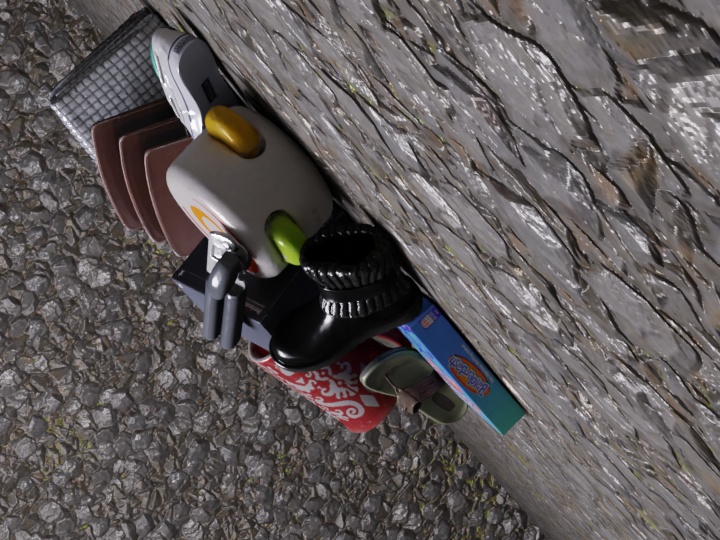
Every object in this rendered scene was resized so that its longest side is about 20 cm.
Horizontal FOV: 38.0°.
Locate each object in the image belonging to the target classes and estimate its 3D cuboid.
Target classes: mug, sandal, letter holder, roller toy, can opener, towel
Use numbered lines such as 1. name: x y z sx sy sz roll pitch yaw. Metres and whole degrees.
1. mug: -0.038 0.109 1.474 0.199 0.178 0.134 34 -167 -29
2. sandal: 0.084 0.164 1.428 0.200 0.080 0.058 30 -159 -35
3. letter holder: -0.277 -0.118 1.437 0.202 0.140 0.101 82 163 -46
4. roller toy: -0.130 -0.099 1.256 0.200 0.140 0.182 45 165 -12
5. can opener: -0.166 0.029 1.233 0.052 0.067 0.201 28 145 11
6. towel: -0.321 -0.244 1.472 0.166 0.200 0.086 52 175 -39

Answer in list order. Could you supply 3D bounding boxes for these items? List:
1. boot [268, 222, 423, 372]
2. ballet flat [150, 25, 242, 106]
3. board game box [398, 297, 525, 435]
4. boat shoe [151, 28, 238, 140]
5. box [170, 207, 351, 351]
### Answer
1. boot: -0.041 0.031 1.205 0.158 0.209 0.080 45 -160 -56
2. ballet flat: -0.213 -0.231 1.352 0.070 0.068 0.200 23 158 53
3. board game box: 0.110 0.106 1.336 0.200 0.045 0.152 48 176 -21
4. boat shoe: -0.201 -0.217 1.278 0.065 0.074 0.201 31 152 26
5. box: -0.117 -0.003 1.390 0.199 0.183 0.104 22 158 43
